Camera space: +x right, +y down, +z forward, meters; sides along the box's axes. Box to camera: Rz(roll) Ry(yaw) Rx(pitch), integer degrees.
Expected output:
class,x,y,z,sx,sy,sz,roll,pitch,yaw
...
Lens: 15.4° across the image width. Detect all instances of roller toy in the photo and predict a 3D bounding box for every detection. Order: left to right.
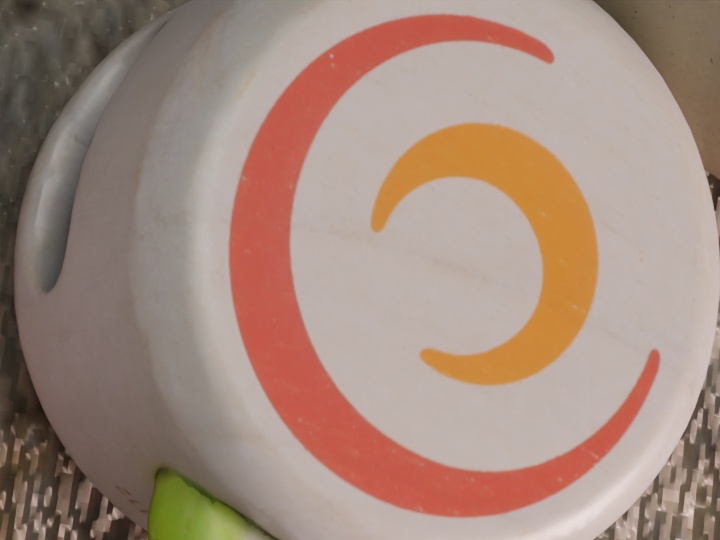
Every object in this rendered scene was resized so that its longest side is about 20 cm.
class,x,y,z,sx,sy,sz,roll,pitch,yaw
roller toy,0.000,0.000,0.782,0.200,0.140,0.183,-21,95,-26

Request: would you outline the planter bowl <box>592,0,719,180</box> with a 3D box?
class,x,y,z,sx,sy,sz,roll,pitch,yaw
planter bowl,0.106,-0.138,0.838,0.135,0.200,0.200,24,68,15
